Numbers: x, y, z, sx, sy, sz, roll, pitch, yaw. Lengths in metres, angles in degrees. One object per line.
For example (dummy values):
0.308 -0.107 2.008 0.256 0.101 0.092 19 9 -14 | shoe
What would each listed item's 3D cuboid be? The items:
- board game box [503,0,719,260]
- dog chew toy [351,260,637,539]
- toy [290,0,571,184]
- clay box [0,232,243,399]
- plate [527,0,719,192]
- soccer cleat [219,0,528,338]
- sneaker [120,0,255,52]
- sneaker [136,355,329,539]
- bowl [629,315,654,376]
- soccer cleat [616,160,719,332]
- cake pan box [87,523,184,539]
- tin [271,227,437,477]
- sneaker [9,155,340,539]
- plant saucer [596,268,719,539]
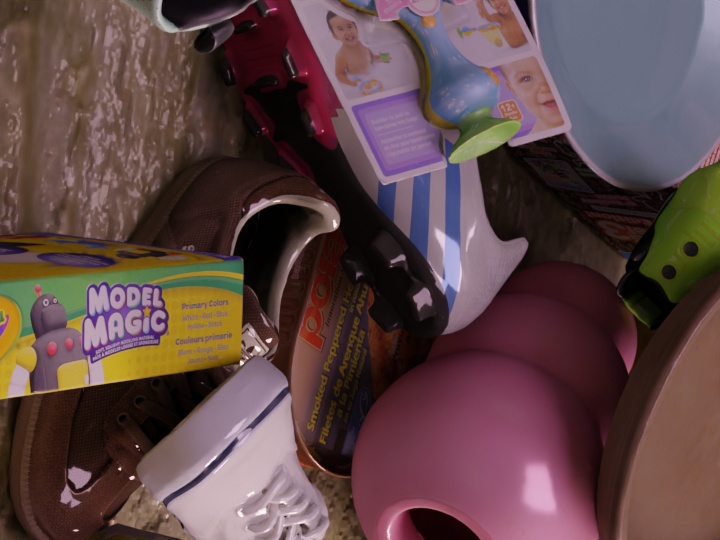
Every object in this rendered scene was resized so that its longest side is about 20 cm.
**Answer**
0.171 -0.110 1.234 0.200 0.096 0.161 37 67 -49 | board game box
0.076 0.069 1.073 0.200 0.124 0.125 -56 137 -44 | dog chew toy
0.019 -0.145 0.969 0.114 0.047 0.201 -17 80 -35 | toy
-0.150 0.016 0.817 0.199 0.114 0.048 -4 99 -53 | clay box
0.137 -0.140 1.089 0.199 0.025 0.202 -7 99 -49 | plate
0.005 -0.066 1.008 0.086 0.070 0.201 -35 100 -31 | soccer cleat
-0.037 -0.168 0.893 0.200 0.118 0.074 -39 152 -21 | sneaker
-0.043 0.089 0.911 0.073 0.071 0.200 -43 171 -9 | sneaker
0.204 0.096 1.218 0.107 0.201 0.201 -24 126 2 | bowl
0.165 -0.004 1.115 0.081 0.068 0.200 -45 169 -2 | soccer cleat
-0.140 0.229 0.923 0.184 0.052 0.202 -21 112 -47 | cake pan box
0.000 0.000 1.078 0.112 0.042 0.202 31 72 -55 | tin
-0.079 0.032 0.946 0.071 0.075 0.201 52 55 -44 | sneaker
0.175 0.080 1.045 0.199 0.029 0.202 -24 125 -40 | plant saucer
